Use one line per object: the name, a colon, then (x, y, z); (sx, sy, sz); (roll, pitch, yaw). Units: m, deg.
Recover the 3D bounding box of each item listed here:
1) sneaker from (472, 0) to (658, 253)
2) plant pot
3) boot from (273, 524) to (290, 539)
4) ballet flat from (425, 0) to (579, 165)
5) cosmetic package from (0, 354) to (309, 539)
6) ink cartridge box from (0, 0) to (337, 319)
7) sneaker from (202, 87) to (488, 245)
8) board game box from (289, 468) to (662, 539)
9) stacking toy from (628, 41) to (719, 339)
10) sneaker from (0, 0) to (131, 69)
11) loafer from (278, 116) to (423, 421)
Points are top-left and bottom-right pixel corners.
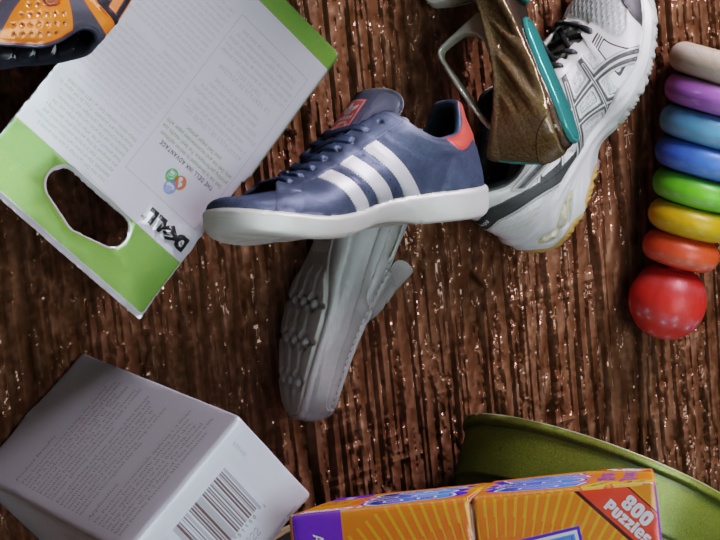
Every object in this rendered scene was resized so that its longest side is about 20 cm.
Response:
sneaker: (0.125, -0.114, 1.583); (0.087, 0.076, 0.201); (23, 86, -34)
plant pot: (0.128, 0.219, 1.559); (0.200, 0.200, 0.194); (29, 75, -33)
boot: (-0.061, 0.227, 1.472); (0.077, 0.138, 0.200); (35, 62, -3)
ballet flat: (0.081, -0.158, 1.541); (0.068, 0.072, 0.201); (22, 52, -72)
cosmetic package: (-0.128, 0.123, 1.391); (0.102, 0.200, 0.071); (-49, 120, -15)
ink cartridge box: (-0.132, -0.099, 1.422); (0.148, 0.076, 0.200); (43, 77, -31)
sneaker: (-0.012, -0.063, 1.447); (0.199, 0.075, 0.085); (-9, 94, -40)
board game box: (0.078, 0.223, 1.380); (0.199, 0.200, 0.201); (-6, 87, 7)
stacking toy: (0.227, -0.051, 1.665); (0.085, 0.085, 0.201); (11, 99, -34)
sneaker: (-0.218, -0.179, 1.316); (0.199, 0.078, 0.113); (24, 77, -8)
loafer: (0.000, 0.000, 1.528); (0.069, 0.070, 0.201); (16, 90, -25)
